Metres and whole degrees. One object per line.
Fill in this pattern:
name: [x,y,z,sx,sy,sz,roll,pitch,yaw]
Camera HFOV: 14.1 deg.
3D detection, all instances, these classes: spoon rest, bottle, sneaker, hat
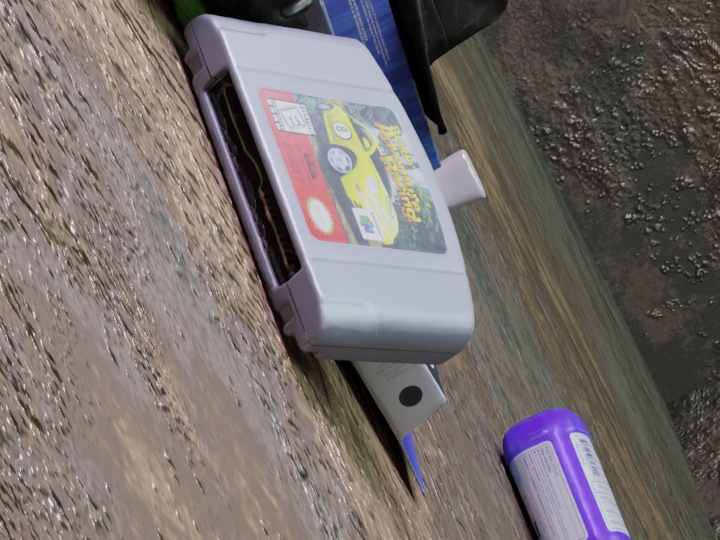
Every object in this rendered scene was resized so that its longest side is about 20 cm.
spoon rest: [0.032,-0.044,2.070,0.100,0.060,0.200,65,21,0]
bottle: [0.167,0.203,2.145,0.084,0.065,0.201,46,21,-67]
sneaker: [-0.078,-0.180,1.557,0.200,0.084,0.077,48,19,-68]
hat: [0.040,-0.186,1.726,0.201,0.081,0.201,157,-90,-83]

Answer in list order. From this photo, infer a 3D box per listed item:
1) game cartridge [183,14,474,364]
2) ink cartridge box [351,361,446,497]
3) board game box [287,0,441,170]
game cartridge: [-0.012,-0.044,1.556,0.133,0.041,0.201,8,54,-49]
ink cartridge box: [0.000,0.000,1.705,0.198,0.043,0.200,-105,169,-58]
board game box: [-0.026,-0.178,1.734,0.199,0.043,0.200,-123,-169,-53]
